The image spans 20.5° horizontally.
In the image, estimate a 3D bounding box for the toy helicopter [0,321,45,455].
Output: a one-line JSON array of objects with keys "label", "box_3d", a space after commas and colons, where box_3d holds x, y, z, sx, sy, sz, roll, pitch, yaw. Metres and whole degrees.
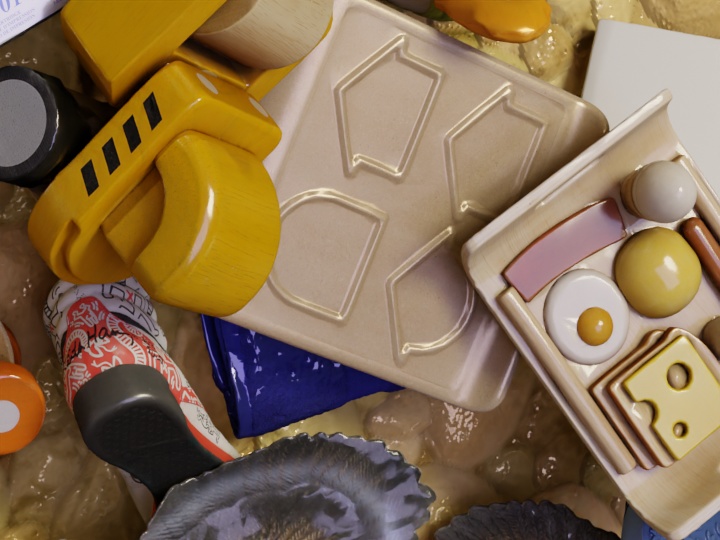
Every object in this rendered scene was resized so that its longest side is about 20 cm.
[{"label": "toy helicopter", "box_3d": [-0.266, 0.082, 1.015, 0.200, 0.079, 0.132, -47, 121, 2]}]

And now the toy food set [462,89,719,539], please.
[{"label": "toy food set", "box_3d": [0.165, 0.025, 1.077, 0.143, 0.060, 0.201, -37, 97, -11]}]

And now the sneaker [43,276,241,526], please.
[{"label": "sneaker", "box_3d": [-0.111, 0.077, 1.087, 0.067, 0.109, 0.202, -25, 145, 2]}]

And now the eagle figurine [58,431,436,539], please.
[{"label": "eagle figurine", "box_3d": [-0.070, 0.177, 1.066, 0.200, 0.151, 0.152, -35, 111, -39]}]

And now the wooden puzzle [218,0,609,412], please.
[{"label": "wooden puzzle", "box_3d": [0.018, -0.039, 1.092, 0.199, 0.046, 0.187, 22, 91, -22]}]

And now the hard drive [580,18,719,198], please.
[{"label": "hard drive", "box_3d": [0.183, -0.040, 1.169, 0.131, 0.027, 0.202, 12, 78, 10]}]

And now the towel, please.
[{"label": "towel", "box_3d": [0.000, 0.000, 1.142, 0.198, 0.049, 0.149, -15, 108, -21]}]

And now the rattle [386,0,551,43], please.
[{"label": "rattle", "box_3d": [0.065, -0.236, 1.085, 0.129, 0.143, 0.202, 20, 96, -8]}]

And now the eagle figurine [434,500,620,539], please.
[{"label": "eagle figurine", "box_3d": [0.145, 0.231, 1.199, 0.198, 0.152, 0.152, 10, 115, -32]}]

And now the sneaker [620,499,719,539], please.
[{"label": "sneaker", "box_3d": [0.191, 0.127, 1.190, 0.070, 0.078, 0.200, 53, 42, -8]}]

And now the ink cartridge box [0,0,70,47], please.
[{"label": "ink cartridge box", "box_3d": [-0.138, -0.173, 1.018, 0.199, 0.094, 0.044, -35, 108, -17]}]

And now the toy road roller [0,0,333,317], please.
[{"label": "toy road roller", "box_3d": [-0.081, -0.069, 0.986, 0.200, 0.146, 0.123, -44, 159, 12]}]
